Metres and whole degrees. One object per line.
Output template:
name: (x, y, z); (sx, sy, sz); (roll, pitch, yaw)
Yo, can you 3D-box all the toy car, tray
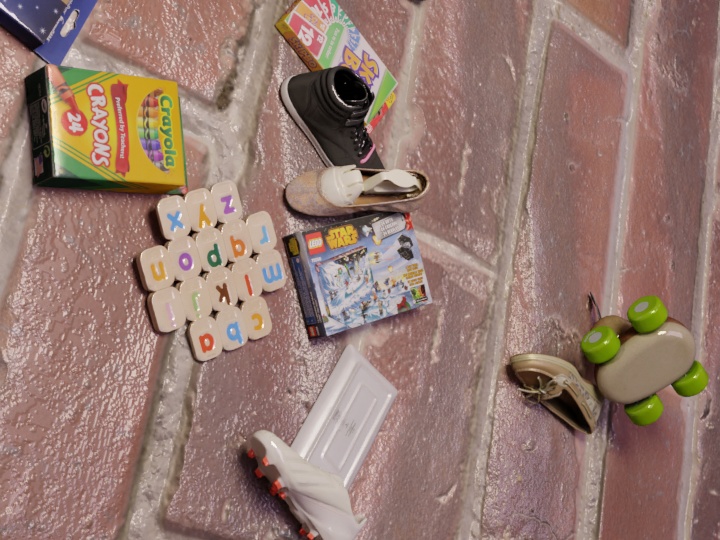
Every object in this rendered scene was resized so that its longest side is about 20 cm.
toy car: (0.411, 0.107, 1.858); (0.164, 0.158, 0.200); (53, 8, -22)
tray: (-0.018, 0.199, 1.539); (0.107, 0.022, 0.200); (46, 54, -24)

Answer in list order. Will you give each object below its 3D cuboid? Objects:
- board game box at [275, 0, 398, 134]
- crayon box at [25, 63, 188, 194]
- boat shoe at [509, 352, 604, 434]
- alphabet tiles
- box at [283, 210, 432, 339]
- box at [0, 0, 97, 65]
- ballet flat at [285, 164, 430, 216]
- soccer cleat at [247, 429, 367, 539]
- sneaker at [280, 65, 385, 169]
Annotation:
board game box: (-0.024, -0.284, 1.638); (0.200, 0.030, 0.096); (51, 52, -24)
crayon box: (-0.271, -0.155, 1.370); (0.200, 0.051, 0.127); (0, 80, -42)
boat shoe: (0.292, 0.179, 1.787); (0.200, 0.073, 0.063); (31, 59, -34)
alphabet tiles: (-0.174, -0.001, 1.442); (0.200, 0.015, 0.196); (-22, 101, -42)
box: (0.000, 0.000, 1.587); (0.200, 0.040, 0.137); (-15, 92, -43)
box: (-0.379, -0.329, 1.325); (0.200, 0.032, 0.121); (39, 57, -30)
ballet flat: (0.002, -0.110, 1.566); (0.200, 0.067, 0.068); (-5, 72, -28)
soccer cleat: (-0.064, 0.256, 1.452); (0.078, 0.069, 0.200); (-41, 117, -20)
sneaker: (-0.009, -0.184, 1.579); (0.200, 0.099, 0.071); (49, 51, -25)
